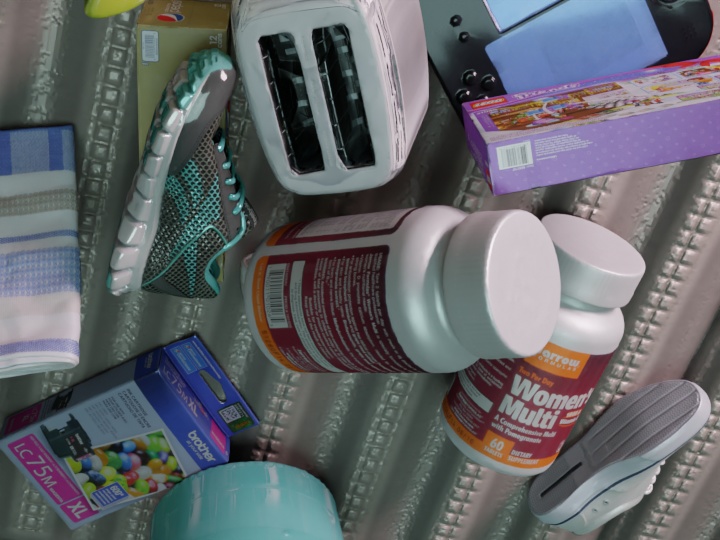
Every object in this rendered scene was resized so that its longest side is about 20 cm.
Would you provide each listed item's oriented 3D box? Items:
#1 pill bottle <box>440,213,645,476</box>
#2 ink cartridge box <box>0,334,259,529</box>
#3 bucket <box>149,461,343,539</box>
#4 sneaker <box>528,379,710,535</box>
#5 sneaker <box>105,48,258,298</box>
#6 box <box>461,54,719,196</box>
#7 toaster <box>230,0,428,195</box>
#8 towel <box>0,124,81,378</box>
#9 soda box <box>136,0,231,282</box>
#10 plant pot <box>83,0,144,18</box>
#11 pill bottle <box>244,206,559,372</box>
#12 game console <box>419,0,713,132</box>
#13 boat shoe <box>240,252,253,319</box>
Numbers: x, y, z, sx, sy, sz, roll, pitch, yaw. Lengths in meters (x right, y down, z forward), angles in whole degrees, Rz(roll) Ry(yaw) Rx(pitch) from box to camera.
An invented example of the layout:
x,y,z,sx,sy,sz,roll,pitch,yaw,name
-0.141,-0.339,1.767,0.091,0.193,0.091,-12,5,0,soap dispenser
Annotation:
x,y,z,sx,sy,sz,roll,pitch,yaw,name
0.149,0.062,0.862,0.109,0.110,0.201,15,118,-13,pill bottle
-0.203,0.145,0.924,0.199,0.042,0.120,-26,119,8,ink cartridge box
-0.100,0.279,0.932,0.206,0.135,0.208,-5,131,-6,bucket
0.246,0.173,0.963,0.071,0.073,0.200,31,122,-29,sneaker
-0.110,-0.059,0.721,0.091,0.078,0.200,16,127,-16,sneaker
0.177,-0.103,0.719,0.199,0.137,0.039,-10,110,3,box
-0.018,-0.139,0.716,0.113,0.129,0.201,-3,121,14,toaster
-0.275,-0.014,0.749,0.146,0.201,0.024,-6,155,-4,towel
-0.130,-0.093,0.776,0.064,0.068,0.201,3,119,-6,soda box
-0.180,-0.274,0.604,0.181,0.199,0.200,20,116,-23,plant pot
0.026,0.014,0.709,0.199,0.110,0.110,-4,127,39,pill bottle
0.142,-0.193,0.763,0.199,0.031,0.177,-27,118,10,game console
0.000,0.000,0.842,0.199,0.071,0.070,-5,123,6,boat shoe
